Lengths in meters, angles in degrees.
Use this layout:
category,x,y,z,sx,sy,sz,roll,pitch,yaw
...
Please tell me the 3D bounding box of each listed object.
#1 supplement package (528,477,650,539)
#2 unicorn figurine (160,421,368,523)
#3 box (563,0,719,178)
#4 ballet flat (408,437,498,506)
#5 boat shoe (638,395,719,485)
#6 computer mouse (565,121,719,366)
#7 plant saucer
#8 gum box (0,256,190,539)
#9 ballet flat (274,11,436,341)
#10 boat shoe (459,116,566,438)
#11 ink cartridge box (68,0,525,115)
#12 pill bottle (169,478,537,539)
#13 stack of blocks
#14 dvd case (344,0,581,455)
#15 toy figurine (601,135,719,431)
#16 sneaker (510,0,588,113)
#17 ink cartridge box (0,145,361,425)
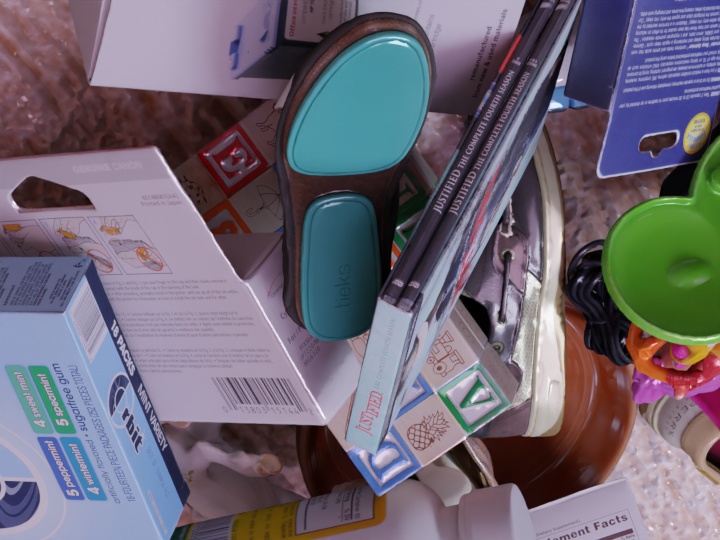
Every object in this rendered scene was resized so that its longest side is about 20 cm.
category,x,y,z,sx,sy,sz,roll,pitch,yaw
supplement package,0.101,0.221,1.677,0.155,0.111,0.200,-19,158,-2
unicorn figurine,-0.070,0.131,1.632,0.137,0.074,0.200,-12,114,37
box,0.152,-0.147,1.409,0.121,0.032,0.201,-11,116,-56
ballet flat,0.017,0.077,1.585,0.068,0.067,0.200,-38,126,12
boat shoe,0.245,0.111,1.706,0.200,0.066,0.074,19,117,-39
computer mouse,0.197,-0.024,1.585,0.200,0.046,0.141,-43,155,-13
plant saucer,0.060,0.081,1.663,0.200,0.032,0.201,-7,126,-10
gum box,-0.208,0.069,1.508,0.200,0.045,0.170,1,133,22
ballet flat,-0.012,-0.055,1.336,0.068,0.068,0.200,-2,135,-14
boat shoe,0.070,-0.001,1.555,0.066,0.072,0.201,-11,110,-16
ink cartridge box,-0.038,-0.154,1.387,0.199,0.147,0.086,2,129,-17
pill bottle,-0.006,0.173,1.541,0.200,0.113,0.113,-13,129,9
stack of blocks,0.000,0.000,1.504,0.115,0.059,0.200,-35,93,11
dvd case,0.049,-0.025,1.385,0.022,0.200,0.146,26,150,8
toy figurine,0.199,0.030,1.510,0.200,0.150,0.184,-15,154,-18
sneaker,0.137,-0.140,1.507,0.200,0.075,0.087,-13,121,-17
ink cartridge box,-0.115,-0.001,1.464,0.045,0.200,0.176,-50,123,-35
